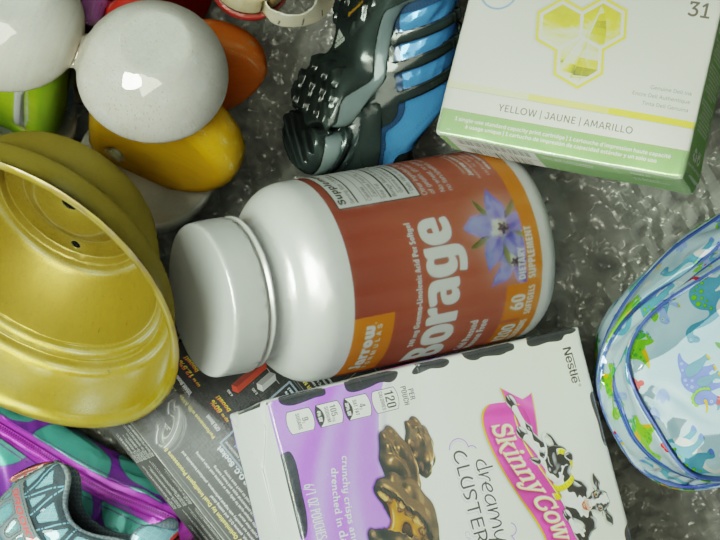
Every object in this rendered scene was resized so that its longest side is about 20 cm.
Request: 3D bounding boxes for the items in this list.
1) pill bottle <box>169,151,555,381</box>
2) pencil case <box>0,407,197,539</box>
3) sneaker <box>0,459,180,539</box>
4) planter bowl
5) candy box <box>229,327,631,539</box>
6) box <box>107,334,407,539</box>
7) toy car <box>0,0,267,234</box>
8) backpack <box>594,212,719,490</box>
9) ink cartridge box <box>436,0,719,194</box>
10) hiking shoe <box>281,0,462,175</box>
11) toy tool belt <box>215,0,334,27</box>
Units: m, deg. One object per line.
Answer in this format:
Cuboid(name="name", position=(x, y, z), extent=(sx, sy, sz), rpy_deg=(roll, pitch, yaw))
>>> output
Cuboid(name="pill bottle", position=(0.000, 0.000, 1.266), extent=(0.199, 0.112, 0.113), rpy_deg=(-11, 100, -27))
Cuboid(name="pencil case", position=(-0.192, 0.124, 1.351), extent=(0.199, 0.093, 0.085), rpy_deg=(28, 56, -2))
Cuboid(name="sneaker", position=(-0.123, 0.183, 1.250), extent=(0.200, 0.079, 0.096), rpy_deg=(41, 87, -1))
Cuboid(name="planter bowl", position=(-0.173, -0.014, 1.232), extent=(0.199, 0.084, 0.201), rpy_deg=(15, 138, 14))
Cuboid(name="candy box", position=(0.045, 0.136, 1.277), extent=(0.199, 0.071, 0.169), rpy_deg=(-13, 84, -24))
Cuboid(name="box", position=(-0.032, 0.107, 1.320), extent=(0.158, 0.050, 0.200), rpy_deg=(-41, 95, -23))
Cuboid(name="toy car", position=(-0.149, -0.126, 1.289), extent=(0.199, 0.175, 0.151), rpy_deg=(19, 65, 0))
Cuboid(name="backpack", position=(0.226, 0.039, 1.294), extent=(0.199, 0.154, 0.164), rpy_deg=(-26, 101, 18))
Cuboid(name="ink cartridge box", position=(0.136, -0.153, 1.258), extent=(0.144, 0.048, 0.202), rpy_deg=(12, 83, 20))
Cuboid(name="hiking shoe", position=(0.029, -0.140, 1.309), extent=(0.086, 0.074, 0.201), rpy_deg=(18, 109, -32))
Cuboid(name="toy tool belt", position=(-0.029, -0.245, 1.234), extent=(0.124, 0.123, 0.201), rpy_deg=(23, 72, 1))
